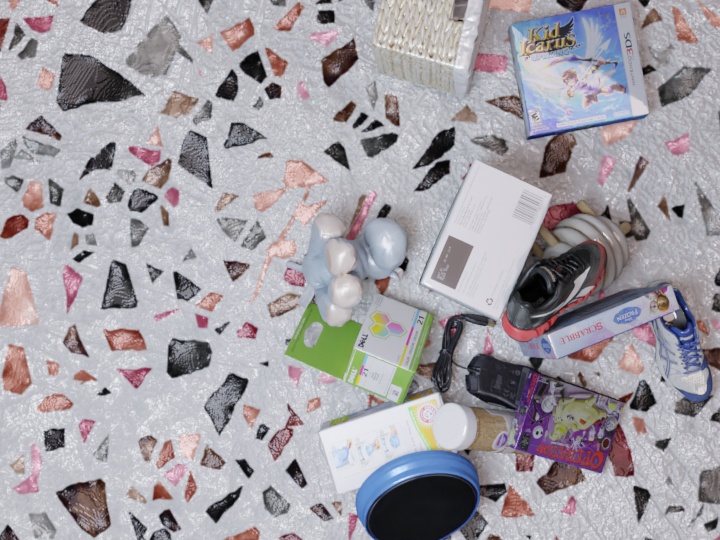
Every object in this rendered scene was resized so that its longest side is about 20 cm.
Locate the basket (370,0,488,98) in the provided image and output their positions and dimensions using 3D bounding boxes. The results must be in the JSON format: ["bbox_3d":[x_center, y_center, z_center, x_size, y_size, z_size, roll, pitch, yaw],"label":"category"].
[{"bbox_3d":[0.114,-0.394,1.619,0.158,0.200,0.202,13,89,5],"label":"basket"}]

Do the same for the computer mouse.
[{"bbox_3d":[0.212,0.150,1.682,0.196,0.046,0.143,13,68,-5],"label":"computer mouse"}]

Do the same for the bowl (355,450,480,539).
[{"bbox_3d":[0.091,0.357,1.617,0.197,0.040,0.203,-8,132,-9],"label":"bowl"}]

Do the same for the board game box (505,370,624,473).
[{"bbox_3d":[0.320,0.237,1.628,0.198,0.032,0.122,19,93,-33],"label":"board game box"}]

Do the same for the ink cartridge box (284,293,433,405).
[{"bbox_3d":[-0.001,0.102,1.631,0.197,0.149,0.077,22,127,2],"label":"ink cartridge box"}]

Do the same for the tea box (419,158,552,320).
[{"bbox_3d":[0.186,-0.044,1.607,0.132,0.197,0.203,24,91,2],"label":"tea box"}]

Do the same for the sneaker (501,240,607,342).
[{"bbox_3d":[0.283,0.015,1.504,0.199,0.099,0.071,-38,59,-17],"label":"sneaker"}]

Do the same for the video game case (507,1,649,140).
[{"bbox_3d":[0.349,-0.320,1.683,0.196,0.045,0.185,-10,87,2],"label":"video game case"}]

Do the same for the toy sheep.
[{"bbox_3d":[0.350,-0.029,1.638,0.199,0.138,0.139,-33,88,-21],"label":"toy sheep"}]

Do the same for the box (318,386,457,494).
[{"bbox_3d":[0.044,0.264,1.649,0.197,0.112,0.103,-18,88,1],"label":"box"}]

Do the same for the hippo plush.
[{"bbox_3d":[0.000,0.000,1.637,0.158,0.200,0.162,-10,66,-25],"label":"hippo plush"}]

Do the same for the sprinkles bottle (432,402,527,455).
[{"bbox_3d":[0.196,0.244,1.606,0.068,0.198,0.070,-12,72,42],"label":"sprinkles bottle"}]

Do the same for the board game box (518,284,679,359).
[{"bbox_3d":[0.351,0.079,1.586,0.197,0.200,0.042,-21,89,-5],"label":"board game box"}]

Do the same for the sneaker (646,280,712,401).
[{"bbox_3d":[0.499,0.114,1.647,0.074,0.088,0.203,-25,89,0],"label":"sneaker"}]
